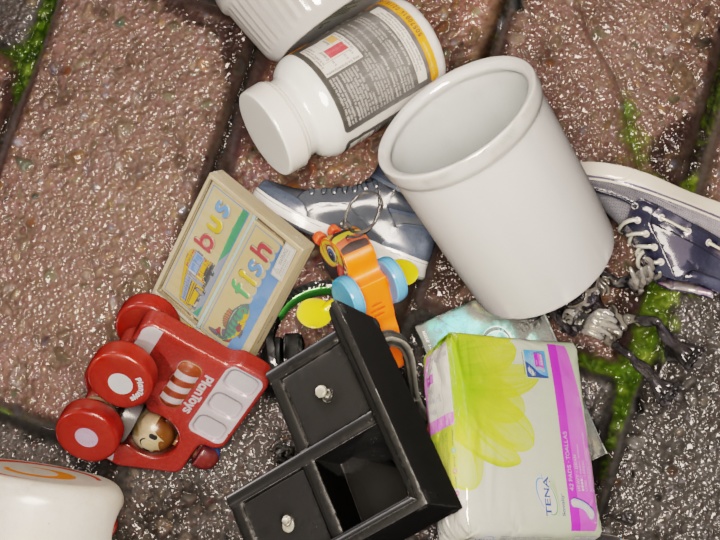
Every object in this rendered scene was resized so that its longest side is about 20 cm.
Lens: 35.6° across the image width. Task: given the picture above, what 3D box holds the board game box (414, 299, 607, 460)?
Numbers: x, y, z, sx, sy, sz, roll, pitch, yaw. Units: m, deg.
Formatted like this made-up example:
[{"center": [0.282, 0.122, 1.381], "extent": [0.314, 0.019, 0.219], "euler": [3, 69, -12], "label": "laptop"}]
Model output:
[{"center": [0.156, 0.124, 1.173], "extent": [0.134, 0.028, 0.202], "euler": [-24, 82, 2], "label": "board game box"}]

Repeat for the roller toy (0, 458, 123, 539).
[{"center": [-0.332, 0.270, 1.112], "extent": [0.198, 0.182, 0.141], "euler": [6, 84, 30], "label": "roller toy"}]

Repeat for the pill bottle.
[{"center": [-0.019, -0.189, 1.156], "extent": [0.199, 0.116, 0.117], "euler": [-33, 81, -18], "label": "pill bottle"}]

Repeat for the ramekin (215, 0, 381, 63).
[{"center": [-0.045, -0.297, 1.162], "extent": [0.201, 0.202, 0.095], "euler": [-33, 93, 0], "label": "ramekin"}]

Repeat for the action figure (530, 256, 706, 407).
[{"center": [0.257, 0.038, 1.134], "extent": [0.200, 0.102, 0.119], "euler": [40, 70, 4], "label": "action figure"}]

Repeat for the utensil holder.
[{"center": [0.136, -0.076, 1.091], "extent": [0.169, 0.170, 0.201], "euler": [-36, 121, -1], "label": "utensil holder"}]

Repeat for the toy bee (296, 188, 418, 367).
[{"center": [0.000, 0.000, 1.118], "extent": [0.130, 0.109, 0.202], "euler": [-3, 113, -32], "label": "toy bee"}]

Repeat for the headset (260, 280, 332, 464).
[{"center": [-0.050, 0.103, 1.158], "extent": [0.122, 0.094, 0.202], "euler": [16, 73, 6], "label": "headset"}]

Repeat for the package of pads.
[{"center": [0.140, 0.163, 1.070], "extent": [0.153, 0.068, 0.202], "euler": [6, 64, -23], "label": "package of pads"}]

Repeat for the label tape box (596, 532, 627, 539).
[{"center": [0.184, 0.325, 1.119], "extent": [0.198, 0.063, 0.146], "euler": [14, 83, -19], "label": "label tape box"}]

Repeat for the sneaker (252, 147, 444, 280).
[{"center": [-0.001, -0.094, 1.180], "extent": [0.201, 0.077, 0.147], "euler": [21, 96, -3], "label": "sneaker"}]

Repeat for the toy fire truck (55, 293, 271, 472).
[{"center": [-0.203, 0.135, 1.146], "extent": [0.167, 0.112, 0.201], "euler": [30, 120, -10], "label": "toy fire truck"}]

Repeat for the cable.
[{"center": [0.054, 0.147, 1.122], "extent": [0.096, 0.051, 0.201], "euler": [-8, 127, -6], "label": "cable"}]

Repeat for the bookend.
[{"center": [-0.044, 0.168, 1.016], "extent": [0.198, 0.092, 0.201], "euler": [-31, 66, 15], "label": "bookend"}]

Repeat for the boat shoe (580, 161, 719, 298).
[{"center": [0.297, -0.041, 1.158], "extent": [0.198, 0.075, 0.094], "euler": [19, 77, 6], "label": "boat shoe"}]

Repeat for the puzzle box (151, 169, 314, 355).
[{"center": [-0.143, 0.015, 1.155], "extent": [0.133, 0.025, 0.201], "euler": [38, 117, 17], "label": "puzzle box"}]
